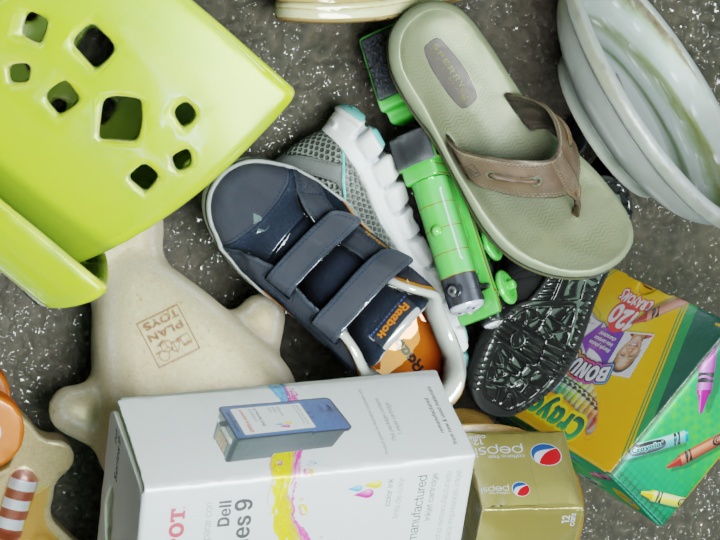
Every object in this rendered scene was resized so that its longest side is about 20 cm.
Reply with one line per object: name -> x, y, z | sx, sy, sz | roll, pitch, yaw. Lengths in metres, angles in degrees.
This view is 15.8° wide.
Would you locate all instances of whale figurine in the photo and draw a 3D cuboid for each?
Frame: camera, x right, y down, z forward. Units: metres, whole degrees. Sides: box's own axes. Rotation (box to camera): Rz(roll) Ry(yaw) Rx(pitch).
whale figurine -> -0.121, 0.058, 1.587 | 0.158, 0.104, 0.201 | -27, 86, -16

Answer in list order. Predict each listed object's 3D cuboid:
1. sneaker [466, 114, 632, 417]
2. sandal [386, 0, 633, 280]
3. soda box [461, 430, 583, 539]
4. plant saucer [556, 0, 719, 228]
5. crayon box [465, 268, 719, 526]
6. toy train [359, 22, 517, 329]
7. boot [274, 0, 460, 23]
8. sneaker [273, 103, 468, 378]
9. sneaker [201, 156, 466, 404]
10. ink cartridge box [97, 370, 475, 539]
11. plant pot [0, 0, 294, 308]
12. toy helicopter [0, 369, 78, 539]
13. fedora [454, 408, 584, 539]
sneaker -> 0.116, -0.005, 1.656 | 0.060, 0.104, 0.201 | 28, 90, -20
sandal -> 0.089, -0.074, 1.557 | 0.080, 0.057, 0.201 | -44, 102, -17
soda box -> 0.085, 0.192, 1.592 | 0.063, 0.068, 0.201 | 0, 131, -10
plant saucer -> 0.173, -0.103, 1.629 | 0.050, 0.201, 0.200 | -33, 116, 23
crayon box -> 0.162, 0.071, 1.635 | 0.119, 0.200, 0.058 | -50, 118, -6
toy train -> 0.047, -0.060, 1.598 | 0.056, 0.042, 0.201 | 5, 65, -62
boot -> 0.027, -0.238, 1.584 | 0.199, 0.073, 0.157 | -17, 107, -20
sneaker -> 0.000, 0.000, 1.631 | 0.091, 0.078, 0.201 | -27, 103, -6
sneaker -> -0.008, 0.008, 1.553 | 0.200, 0.079, 0.079 | 42, 84, -14
ink cartridge box -> -0.046, 0.145, 1.502 | 0.198, 0.088, 0.146 | -3, 126, -17
plant pot -> -0.172, -0.098, 1.453 | 0.199, 0.200, 0.182 | 39, 92, -9
toy helicopter -> -0.214, 0.158, 1.567 | 0.132, 0.079, 0.200 | -45, 113, 0
fedora -> 0.043, 0.150, 1.650 | 0.199, 0.082, 0.202 | -5, 132, -6
